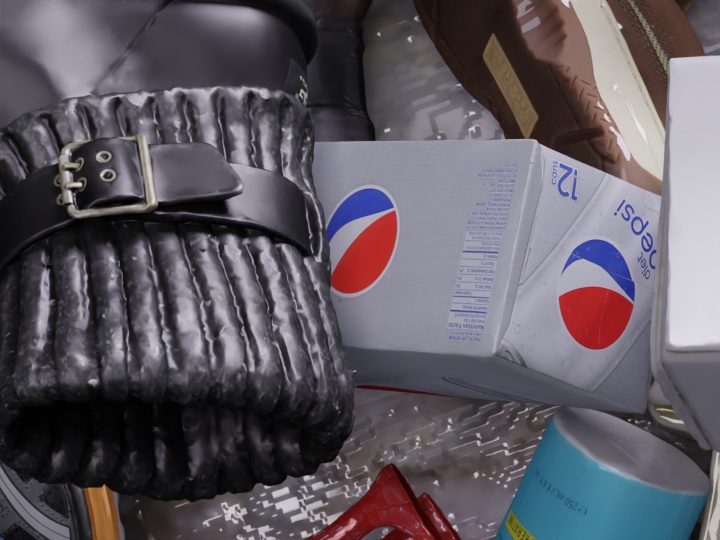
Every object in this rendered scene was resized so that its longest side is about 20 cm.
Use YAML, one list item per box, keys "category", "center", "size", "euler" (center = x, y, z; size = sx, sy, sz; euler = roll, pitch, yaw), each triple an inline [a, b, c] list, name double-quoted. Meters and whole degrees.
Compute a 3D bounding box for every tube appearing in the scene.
- category: "tube"
  center: [0.041, 0.140, 0.891]
  size: [0.077, 0.050, 0.201]
  euler: [40, 113, 48]

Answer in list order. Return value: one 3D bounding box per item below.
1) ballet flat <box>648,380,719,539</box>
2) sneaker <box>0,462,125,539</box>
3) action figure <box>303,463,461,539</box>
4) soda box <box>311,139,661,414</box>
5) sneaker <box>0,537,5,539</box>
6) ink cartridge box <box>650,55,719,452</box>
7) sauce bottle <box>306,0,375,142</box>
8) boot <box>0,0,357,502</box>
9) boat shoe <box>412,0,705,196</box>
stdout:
- category: "ballet flat"
  center: [0.112, 0.063, 0.904]
  size: [0.069, 0.069, 0.201]
  euler: [6, 79, 17]
- category: "sneaker"
  center: [-0.127, 0.045, 0.939]
  size: [0.078, 0.077, 0.202]
  euler: [5, 106, 56]
- category: "action figure"
  center: [-0.041, 0.160, 0.925]
  size: [0.200, 0.065, 0.099]
  euler: [-36, 62, 5]
- category: "soda box"
  center: [0.000, 0.000, 0.901]
  size: [0.199, 0.068, 0.064]
  euler: [2, 77, 48]
- category: "sneaker"
  center: [-0.106, 0.121, 0.887]
  size: [0.200, 0.078, 0.070]
  euler: [42, 72, 1]
- category: "ink cartridge box"
  center: [0.182, -0.003, 0.789]
  size: [0.198, 0.145, 0.084]
  euler: [-1, 77, 12]
- category: "sauce bottle"
  center: [-0.023, -0.129, 0.985]
  size: [0.064, 0.065, 0.202]
  euler: [-6, 77, 14]
- category: "boot"
  center: [-0.106, -0.016, 0.843]
  size: [0.209, 0.080, 0.159]
  euler: [-2, 65, 2]
- category: "boat shoe"
  center: [0.070, -0.082, 0.955]
  size: [0.074, 0.075, 0.203]
  euler: [-4, 58, -28]
